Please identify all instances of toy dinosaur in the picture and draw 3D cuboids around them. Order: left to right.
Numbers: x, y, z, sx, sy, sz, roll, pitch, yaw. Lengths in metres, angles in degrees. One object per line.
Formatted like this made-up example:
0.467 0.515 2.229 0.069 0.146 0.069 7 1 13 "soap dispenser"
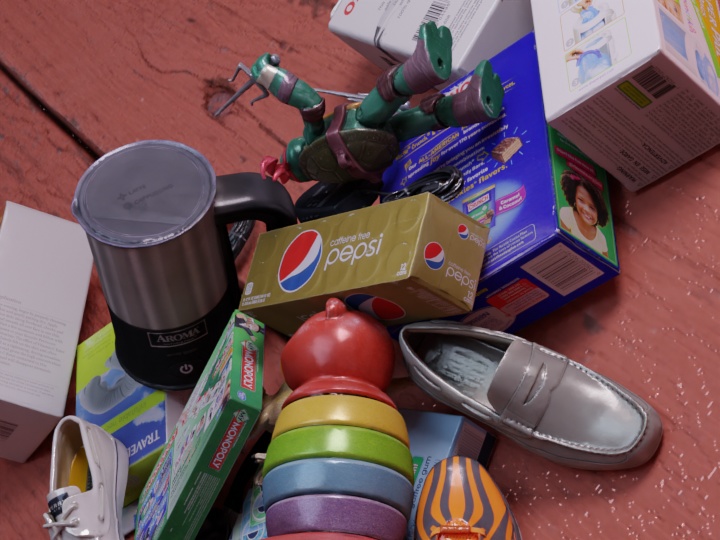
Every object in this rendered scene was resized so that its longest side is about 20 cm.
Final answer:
-0.039 0.107 1.341 0.199 0.058 0.102 -11 52 42 "toy dinosaur"

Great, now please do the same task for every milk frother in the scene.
-0.157 -0.041 1.522 0.180 0.189 0.200 -25 51 -16 "milk frother"

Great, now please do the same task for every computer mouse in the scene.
0.015 -0.050 1.343 0.059 0.034 0.200 -43 21 -25 "computer mouse"

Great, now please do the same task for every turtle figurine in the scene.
-0.002 -0.114 1.333 0.199 0.149 0.101 -18 75 33 "turtle figurine"

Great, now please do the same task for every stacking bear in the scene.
-0.018 0.122 1.245 0.113 0.121 0.201 -11 61 26 "stacking bear"

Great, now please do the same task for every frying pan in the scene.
-0.126 0.212 1.448 0.115 0.031 0.191 -21 34 49 "frying pan"

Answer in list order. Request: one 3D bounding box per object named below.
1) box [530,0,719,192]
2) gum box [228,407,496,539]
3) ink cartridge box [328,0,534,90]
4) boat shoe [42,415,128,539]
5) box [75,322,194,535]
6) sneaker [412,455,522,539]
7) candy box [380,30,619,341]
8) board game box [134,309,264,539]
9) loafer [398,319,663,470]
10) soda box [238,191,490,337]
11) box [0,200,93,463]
0.198 -0.179 1.319 0.101 0.112 0.201 -31 44 31 "box"
-0.009 0.184 1.335 0.199 0.044 0.171 3 66 49 "gum box"
0.083 -0.227 1.500 0.200 0.084 0.145 28 86 52 "ink cartridge box"
-0.228 0.204 1.450 0.071 0.070 0.201 -24 44 23 "boat shoe"
-0.198 0.125 1.578 0.122 0.048 0.201 -34 42 27 "box"
0.070 0.200 1.171 0.077 0.112 0.201 -7 59 4 "sneaker"
0.099 -0.054 1.351 0.169 0.077 0.201 -31 45 33 "candy box"
-0.129 0.147 1.410 0.135 0.029 0.201 -92 28 -62 "board game box"
0.111 0.083 1.230 0.199 0.070 0.070 16 74 32 "loafer"
0.000 0.000 1.301 0.199 0.064 0.068 -11 58 49 "soda box"
-0.325 0.059 1.693 0.124 0.097 0.201 -44 33 52 "box"
